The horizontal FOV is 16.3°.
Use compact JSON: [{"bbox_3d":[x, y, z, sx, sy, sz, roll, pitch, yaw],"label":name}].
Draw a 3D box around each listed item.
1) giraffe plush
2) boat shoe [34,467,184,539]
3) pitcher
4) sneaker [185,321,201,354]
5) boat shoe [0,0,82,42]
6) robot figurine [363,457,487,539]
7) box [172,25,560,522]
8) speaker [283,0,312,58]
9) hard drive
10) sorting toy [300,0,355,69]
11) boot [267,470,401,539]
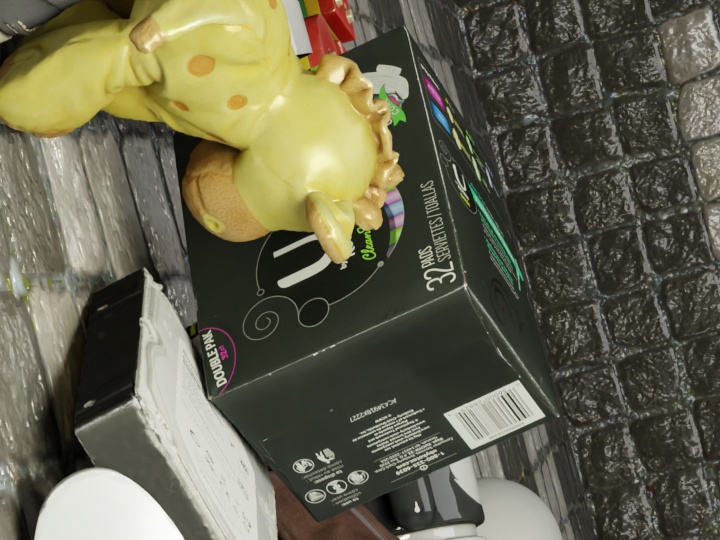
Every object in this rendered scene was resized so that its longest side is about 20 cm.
[{"bbox_3d":[-0.056,-0.085,1.220,0.162,0.200,0.173,52,55,-21],"label":"giraffe plush"},{"bbox_3d":[-0.089,0.177,1.105,0.200,0.072,0.068,65,-7,-9],"label":"boat shoe"},{"bbox_3d":[0.084,0.258,1.897,0.200,0.121,0.172,-54,150,-65],"label":"pitcher"},{"bbox_3d":[-0.012,0.067,1.468,0.075,0.200,0.077,-36,-122,56],"label":"sneaker"},{"bbox_3d":[-0.182,-0.190,1.151,0.073,0.063,0.200,-96,167,-45],"label":"boat shoe"},{"bbox_3d":[0.012,0.131,1.584,0.150,0.125,0.200,8,65,-60],"label":"robot figurine"},{"bbox_3d":[0.000,0.000,1.327,0.124,0.148,0.200,53,17,-44],"label":"box"},{"bbox_3d":[-0.095,-0.226,1.667,0.081,0.081,0.200,-21,95,-80],"label":"speaker"},{"bbox_3d":[-0.085,0.090,1.210,0.140,0.038,0.200,61,4,-16],"label":"hard drive"},{"bbox_3d":[-0.047,-0.175,1.891,0.200,0.069,0.199,48,29,-71],"label":"sorting toy"},{"bbox_3d":[-0.013,0.179,1.396,0.166,0.072,0.200,43,16,22],"label":"boot"}]
